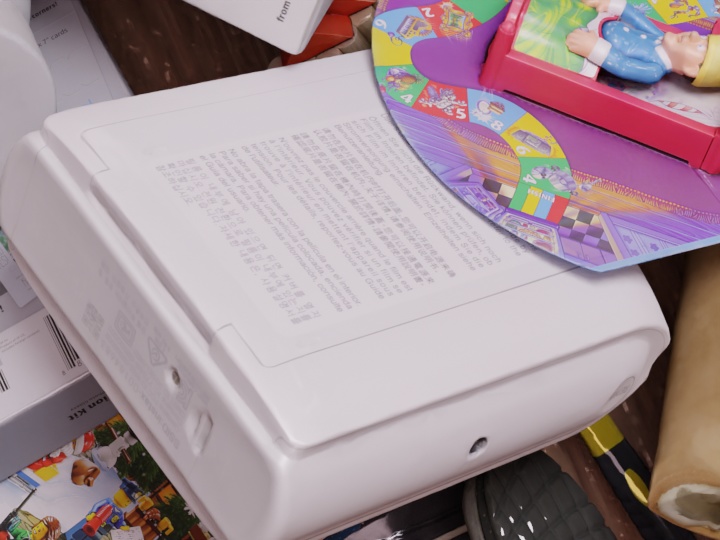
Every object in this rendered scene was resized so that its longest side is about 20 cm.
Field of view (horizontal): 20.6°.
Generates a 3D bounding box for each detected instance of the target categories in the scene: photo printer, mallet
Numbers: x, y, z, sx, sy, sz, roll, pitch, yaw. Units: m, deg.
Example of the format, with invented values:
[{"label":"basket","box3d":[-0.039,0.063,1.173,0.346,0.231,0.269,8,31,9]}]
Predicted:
[{"label":"photo printer","box3d":[0.000,0.000,0.679,0.199,0.070,0.167,-17,55,-40]},{"label":"mallet","box3d":[0.090,0.071,0.813,0.065,0.041,0.201,-27,91,-5]}]

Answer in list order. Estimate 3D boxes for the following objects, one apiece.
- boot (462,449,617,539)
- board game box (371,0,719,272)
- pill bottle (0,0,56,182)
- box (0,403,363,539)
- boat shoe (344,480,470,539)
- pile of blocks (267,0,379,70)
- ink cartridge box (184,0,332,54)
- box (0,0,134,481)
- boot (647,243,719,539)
[{"label":"boot","box3d":[0.055,0.178,0.765,0.130,0.068,0.201,-27,85,38]},{"label":"board game box","box3d":[0.103,-0.081,0.715,0.199,0.039,0.158,-13,53,-28]},{"label":"pill bottle","box3d":[-0.187,-0.115,0.734,0.109,0.110,0.201,-29,52,-3]},{"label":"box","box3d":[-0.112,0.064,0.756,0.136,0.038,0.200,-39,60,-7]},{"label":"boat shoe","box3d":[-0.031,0.128,0.789,0.199,0.074,0.061,-31,83,-12]},{"label":"pile of blocks","box3d":[0.015,-0.099,0.788,0.200,0.062,0.082,-50,50,-3]},{"label":"ink cartridge box","box3d":[-0.078,-0.185,0.716,0.199,0.145,0.084,27,129,-1]},{"label":"box","box3d":[-0.150,-0.022,0.765,0.155,0.041,0.201,-30,61,-3]},{"label":"boot","box3d":[0.128,0.001,0.748,0.174,0.066,0.201,3,56,13]}]
